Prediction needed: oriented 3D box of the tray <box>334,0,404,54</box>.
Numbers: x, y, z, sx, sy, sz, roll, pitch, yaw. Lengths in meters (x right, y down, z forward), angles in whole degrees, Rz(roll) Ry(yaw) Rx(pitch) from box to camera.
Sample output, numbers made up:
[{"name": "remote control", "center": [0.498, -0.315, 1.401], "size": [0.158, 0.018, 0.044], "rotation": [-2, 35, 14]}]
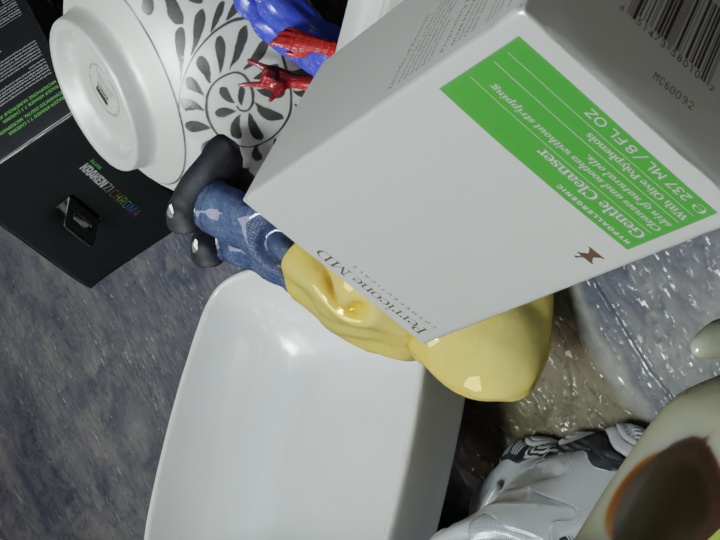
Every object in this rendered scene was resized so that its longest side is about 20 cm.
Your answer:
[{"name": "tray", "center": [0.037, -0.075, 0.656], "size": [0.107, 0.022, 0.200], "rotation": [23, 149, 3]}]

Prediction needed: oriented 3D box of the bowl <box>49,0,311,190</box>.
[{"name": "bowl", "center": [-0.107, -0.112, 0.822], "size": [0.201, 0.094, 0.202], "rotation": [43, 151, 32]}]

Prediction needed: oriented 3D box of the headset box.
[{"name": "headset box", "center": [-0.208, -0.105, 0.970], "size": [0.201, 0.092, 0.174], "rotation": [59, -176, 25]}]

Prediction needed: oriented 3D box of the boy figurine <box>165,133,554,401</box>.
[{"name": "boy figurine", "center": [0.000, 0.000, 0.727], "size": [0.199, 0.065, 0.125], "rotation": [23, 161, 26]}]

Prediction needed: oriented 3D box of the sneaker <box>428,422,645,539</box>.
[{"name": "sneaker", "center": [0.075, 0.137, 0.756], "size": [0.076, 0.114, 0.200], "rotation": [60, 156, 3]}]

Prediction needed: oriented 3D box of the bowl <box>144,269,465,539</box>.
[{"name": "bowl", "center": [-0.023, 0.100, 0.839], "size": [0.199, 0.202, 0.074], "rotation": [-3, 157, 44]}]

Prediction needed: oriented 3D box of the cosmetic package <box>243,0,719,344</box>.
[{"name": "cosmetic package", "center": [0.054, -0.053, 0.562], "size": [0.107, 0.085, 0.200], "rotation": [37, 150, -15]}]

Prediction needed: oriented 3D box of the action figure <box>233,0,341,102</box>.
[{"name": "action figure", "center": [-0.026, -0.108, 0.723], "size": [0.199, 0.052, 0.065], "rotation": [37, 162, -5]}]

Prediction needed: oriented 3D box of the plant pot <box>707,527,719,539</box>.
[{"name": "plant pot", "center": [0.205, 0.174, 0.454], "size": [0.198, 0.199, 0.183], "rotation": [25, 145, 51]}]

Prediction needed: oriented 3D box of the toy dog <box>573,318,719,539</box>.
[{"name": "toy dog", "center": [0.118, 0.134, 0.565], "size": [0.139, 0.199, 0.195], "rotation": [35, 145, 43]}]
